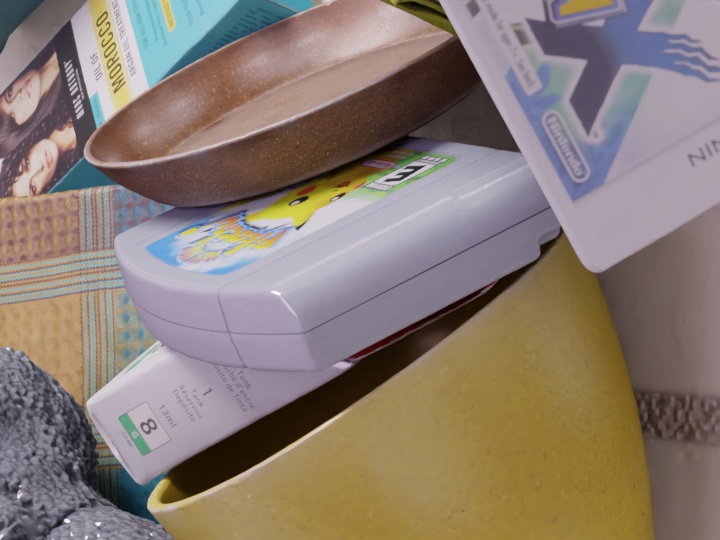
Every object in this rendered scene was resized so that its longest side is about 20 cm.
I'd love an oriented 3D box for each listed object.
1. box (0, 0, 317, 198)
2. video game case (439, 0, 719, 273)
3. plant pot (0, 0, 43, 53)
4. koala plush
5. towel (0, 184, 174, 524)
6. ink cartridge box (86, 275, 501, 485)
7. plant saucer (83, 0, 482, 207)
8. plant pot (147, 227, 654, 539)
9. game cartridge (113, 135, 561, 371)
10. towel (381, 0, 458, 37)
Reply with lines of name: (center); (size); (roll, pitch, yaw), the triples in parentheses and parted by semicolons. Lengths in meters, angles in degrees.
box: (-0.109, -0.100, 1.079); (0.200, 0.049, 0.083); (-41, 51, 31)
video game case: (0.107, -0.128, 0.703); (0.201, 0.181, 0.022); (59, -177, -15)
plant pot: (-0.230, -0.202, 1.146); (0.201, 0.199, 0.188); (62, 145, 28)
koala plush: (-0.126, 0.138, 0.895); (0.199, 0.177, 0.185); (17, 86, 35)
towel: (-0.123, 0.062, 1.005); (0.146, 0.022, 0.202); (-5, 84, 31)
ink cartridge box: (0.000, 0.000, 0.886); (0.199, 0.161, 0.050); (-33, 96, 37)
plant saucer: (-0.020, -0.076, 0.920); (0.199, 0.200, 0.035); (-2, 117, 47)
plant pot: (0.036, 0.093, 0.855); (0.199, 0.200, 0.143); (-29, 97, 43)
game cartridge: (-0.020, -0.010, 0.837); (0.200, 0.133, 0.041); (15, 133, 65)
towel: (0.061, -0.078, 0.804); (0.086, 0.199, 0.018); (24, 93, 50)
